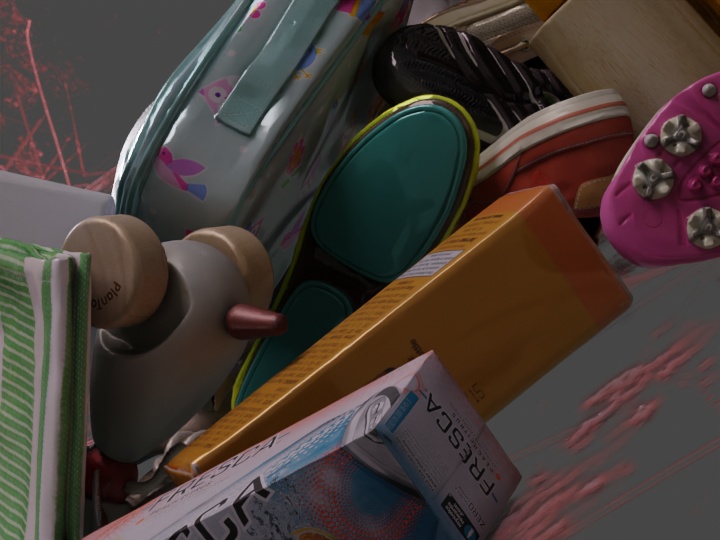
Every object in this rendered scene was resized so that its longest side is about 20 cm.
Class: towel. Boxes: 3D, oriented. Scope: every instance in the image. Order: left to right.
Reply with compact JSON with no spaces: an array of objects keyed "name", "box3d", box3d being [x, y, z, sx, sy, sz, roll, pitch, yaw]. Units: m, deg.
[{"name":"towel","box3d":[-0.176,0.057,1.156,0.023,0.153,0.200,-1,5,-34]}]

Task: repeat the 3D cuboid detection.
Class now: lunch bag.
[{"name":"lunch bag","box3d":[-0.048,-0.076,1.263,0.200,0.077,0.160,-58,-11,-29]}]

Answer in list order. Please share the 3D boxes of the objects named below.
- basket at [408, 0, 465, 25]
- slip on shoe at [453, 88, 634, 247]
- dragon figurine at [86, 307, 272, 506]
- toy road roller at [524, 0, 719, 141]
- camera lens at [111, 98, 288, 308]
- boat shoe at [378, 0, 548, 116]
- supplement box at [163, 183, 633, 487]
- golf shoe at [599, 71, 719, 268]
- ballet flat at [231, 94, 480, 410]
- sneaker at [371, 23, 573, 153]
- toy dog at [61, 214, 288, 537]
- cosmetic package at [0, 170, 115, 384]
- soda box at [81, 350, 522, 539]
[{"name":"basket","box3d":[0.078,-0.168,1.481,0.136,0.200,0.123,-34,-11,9]},{"name":"slip on shoe","box3d":[0.084,-0.027,1.233,0.074,0.061,0.200,-16,-10,-20]},{"name":"dragon figurine","box3d":[-0.072,0.066,1.324,0.099,0.059,0.200,-25,16,48]},{"name":"toy road roller","box3d":[0.166,-0.127,1.277,0.200,0.123,0.146,-39,-5,-25]},{"name":"camera lens","box3d":[-0.066,-0.038,1.509,0.160,0.160,0.200,-35,9,1]},{"name":"boat shoe","box3d":[0.069,-0.109,1.381,0.200,0.065,0.072,-31,-11,3]},{"name":"supplement box","box3d":[0.015,0.047,1.086,0.200,0.067,0.069,-38,9,-16]},{"name":"golf shoe","box3d":[0.181,-0.061,1.071,0.200,0.075,0.092,-36,-6,-12]},{"name":"ballet flat","box3d":[0.000,0.000,1.235,0.200,0.067,0.067,-60,-14,16]},{"name":"sneaker","box3d":[0.052,-0.055,1.316,0.116,0.076,0.200,-44,-33,26]},{"name":"toy dog","box3d":[-0.079,0.069,1.133,0.096,0.200,0.132,24,37,39]},{"name":"cosmetic package","box3d":[-0.242,0.034,1.356,0.165,0.200,0.165,114,168,-76]},{"name":"soda box","box3d":[-0.039,0.108,0.988,0.200,0.064,0.068,-31,10,32]}]
